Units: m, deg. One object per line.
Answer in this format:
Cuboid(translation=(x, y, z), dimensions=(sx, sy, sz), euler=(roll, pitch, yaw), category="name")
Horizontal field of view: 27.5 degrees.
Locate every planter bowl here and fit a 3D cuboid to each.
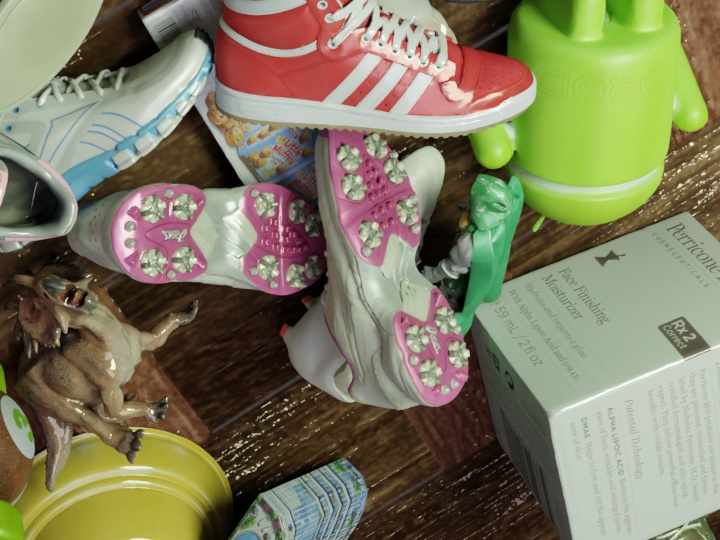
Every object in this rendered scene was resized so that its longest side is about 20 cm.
Cuboid(translation=(-0.184, 0.224, 1.122), dimensions=(0.200, 0.083, 0.201), euler=(-10, 124, -16), category="planter bowl")

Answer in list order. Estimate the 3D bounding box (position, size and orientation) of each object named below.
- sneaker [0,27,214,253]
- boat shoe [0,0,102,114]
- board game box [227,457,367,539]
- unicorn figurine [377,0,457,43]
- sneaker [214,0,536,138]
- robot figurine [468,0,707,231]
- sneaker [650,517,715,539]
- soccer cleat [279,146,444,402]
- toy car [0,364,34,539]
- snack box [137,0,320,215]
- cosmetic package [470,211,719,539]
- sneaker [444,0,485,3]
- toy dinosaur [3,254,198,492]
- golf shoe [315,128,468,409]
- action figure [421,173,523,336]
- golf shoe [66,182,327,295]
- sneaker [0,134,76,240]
Cuboid(translation=(-0.181, -0.096, 0.922), dimensions=(0.200, 0.075, 0.087), euler=(-36, 111, 14), category="sneaker")
Cuboid(translation=(-0.191, -0.188, 0.871), dimensions=(0.074, 0.066, 0.200), euler=(-2, 127, -58), category="boat shoe")
Cuboid(translation=(-0.085, 0.252, 1.124), dimensions=(0.200, 0.062, 0.200), euler=(-56, 164, 18), category="board game box")
Cuboid(translation=(0.011, -0.182, 0.942), dimensions=(0.137, 0.074, 0.200), euler=(7, 131, -9), category="unicorn figurine")
Cuboid(translation=(0.011, -0.145, 0.888), dimensions=(0.200, 0.071, 0.113), euler=(0, 125, -3), category="sneaker")
Cuboid(translation=(0.157, -0.118, 1.015), dimensions=(0.175, 0.116, 0.200), euler=(-13, 127, -15), category="robot figurine")
Cuboid(translation=(0.275, 0.217, 1.291), dimensions=(0.067, 0.090, 0.200), euler=(-27, 126, -2), category="sneaker")
Cuboid(translation=(0.016, 0.004, 1.056), dimensions=(0.069, 0.078, 0.200), euler=(-8, 135, -56), category="soccer cleat")
Cuboid(translation=(-0.270, 0.069, 0.919), dimensions=(0.158, 0.164, 0.200), euler=(5, 130, -24), category="toy car")
Cuboid(translation=(-0.070, -0.110, 0.991), dimensions=(0.072, 0.024, 0.200), euler=(-30, 127, -1), category="snack box")
Cuboid(translation=(0.213, 0.089, 1.140), dimensions=(0.200, 0.165, 0.165), euler=(-22, 126, -8), category="cosmetic package")
Cuboid(translation=(0.116, -0.234, 0.933), dimensions=(0.200, 0.070, 0.082), euler=(-36, 123, -34), category="sneaker")
Cuboid(translation=(-0.202, 0.063, 1.019), dimensions=(0.135, 0.086, 0.200), euler=(23, 127, -20), category="toy dinosaur")
Cuboid(translation=(0.000, 0.000, 0.982), dimensions=(0.075, 0.091, 0.200), euler=(-13, 85, -45), category="golf shoe")
Cuboid(translation=(0.079, -0.012, 1.029), dimensions=(0.055, 0.118, 0.200), euler=(27, 154, 7), category="action figure")
Cuboid(translation=(-0.105, -0.025, 0.979), dimensions=(0.200, 0.091, 0.075), euler=(8, 87, -48), category="golf shoe")
Cuboid(translation=(-0.240, -0.061, 0.808), dimensions=(0.200, 0.082, 0.070), euler=(13, 96, -54), category="sneaker")
